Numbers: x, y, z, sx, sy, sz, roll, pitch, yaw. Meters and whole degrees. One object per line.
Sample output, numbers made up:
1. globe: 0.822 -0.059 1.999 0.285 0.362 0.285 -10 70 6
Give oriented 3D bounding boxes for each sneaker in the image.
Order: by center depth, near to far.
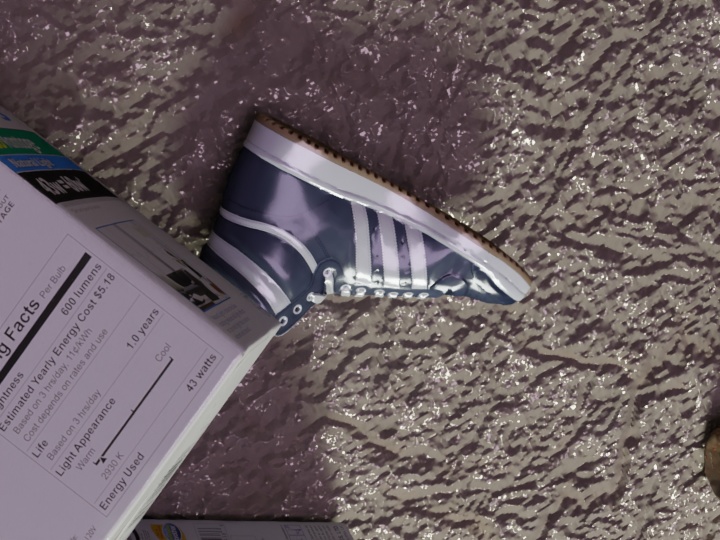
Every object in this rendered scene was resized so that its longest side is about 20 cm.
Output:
1. sneaker: 0.000 0.000 0.785 0.198 0.070 0.109 28 94 -21

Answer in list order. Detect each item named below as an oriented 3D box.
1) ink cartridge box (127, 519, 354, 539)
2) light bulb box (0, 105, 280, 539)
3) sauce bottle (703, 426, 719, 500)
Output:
1. ink cartridge box: -0.086 0.216 0.800 0.198 0.137 0.077 7 110 -23
2. light bulb box: -0.180 0.049 0.661 0.199 0.125 0.199 38 95 1
3. sauce bottle: 0.351 0.128 0.981 0.197 0.066 0.067 -8 113 -20
